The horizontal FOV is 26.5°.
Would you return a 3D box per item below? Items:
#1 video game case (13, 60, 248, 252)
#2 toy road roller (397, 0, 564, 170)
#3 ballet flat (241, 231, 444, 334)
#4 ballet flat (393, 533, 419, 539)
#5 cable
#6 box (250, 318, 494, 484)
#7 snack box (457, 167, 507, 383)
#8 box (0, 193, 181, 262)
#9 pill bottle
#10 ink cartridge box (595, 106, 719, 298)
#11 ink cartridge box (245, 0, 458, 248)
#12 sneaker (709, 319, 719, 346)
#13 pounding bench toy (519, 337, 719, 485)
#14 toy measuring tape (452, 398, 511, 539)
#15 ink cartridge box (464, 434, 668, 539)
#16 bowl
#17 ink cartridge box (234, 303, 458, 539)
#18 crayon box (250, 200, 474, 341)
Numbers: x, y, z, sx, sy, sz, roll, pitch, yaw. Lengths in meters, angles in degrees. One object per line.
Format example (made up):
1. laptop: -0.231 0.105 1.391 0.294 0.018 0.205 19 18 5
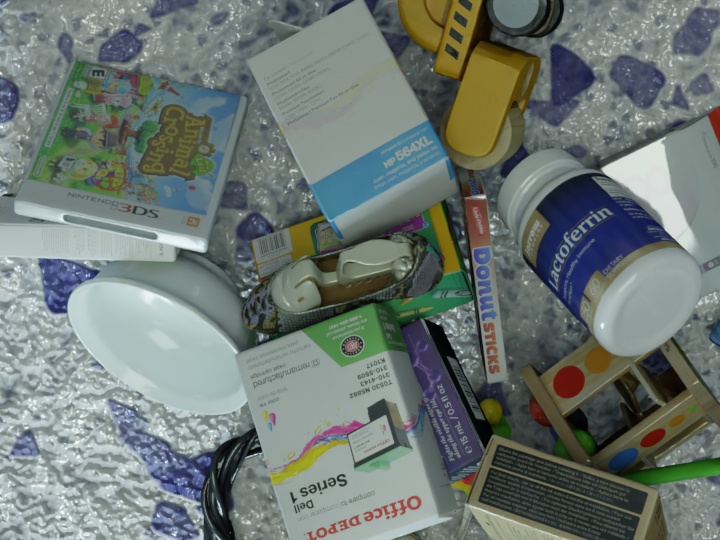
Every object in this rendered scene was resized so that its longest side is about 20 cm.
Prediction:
1. video game case: -0.212 -0.112 1.445 0.179 0.202 0.022 12 137 -1
2. toy road roller: 0.099 -0.208 1.446 0.144 0.123 0.203 19 102 13
3. ballet flat: -0.024 0.005 1.411 0.198 0.072 0.073 -15 101 9
4. ballet flat: 0.053 0.331 1.582 0.070 0.071 0.203 -12 104 4
5. cable: -0.084 0.253 1.581 0.161 0.051 0.203 3 102 1
6. box: 0.017 0.159 1.485 0.198 0.104 0.149 -30 76 9
7. snack box: 0.119 0.005 1.486 0.024 0.072 0.202 -8 116 2
8. box: -0.265 -0.043 1.476 0.197 0.144 0.037 3 104 1
9. pill bottle: 0.217 -0.022 1.430 0.114 0.200 0.117 -18 133 -21
10. ink cartridge box: 0.351 -0.071 1.500 0.198 0.057 0.164 -24 100 11
11. ink cartridge box: -0.011 -0.145 1.426 0.124 0.129 0.202 -27 77 2
12. sneaker: 0.427 0.120 1.533 0.078 0.066 0.201 -36 98 20
13. pounding bench toy: 0.266 0.155 1.459 0.155 0.201 0.124 -37 142 9
14. toy measuring tape: 0.095 0.218 1.561 0.073 0.074 0.202 19 110 -2
15. ink cartridge box: 0.198 0.234 1.437 0.163 0.200 0.076 18 75 19
16. bowl: -0.179 0.044 1.499 0.199 0.091 0.202 18 146 13
17. ink cartridge box: -0.012 0.150 1.395 0.143 0.084 0.203 -20 80 12
18. crayon box: 0.000 0.000 1.486 0.197 0.120 0.058 -19 144 6
